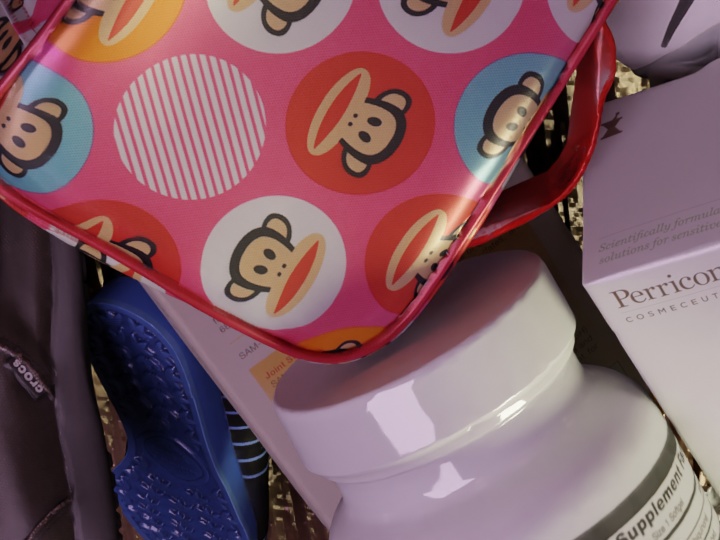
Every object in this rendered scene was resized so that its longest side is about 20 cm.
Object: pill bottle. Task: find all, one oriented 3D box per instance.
[{"bbox_3d":[0.060,0.102,0.738,0.116,0.116,0.200,-21,107,32],"label":"pill bottle"}]

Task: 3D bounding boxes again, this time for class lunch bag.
[{"bbox_3d":[-0.002,-0.077,0.676,0.176,0.082,0.200,30,101,-23],"label":"lunch bag"}]

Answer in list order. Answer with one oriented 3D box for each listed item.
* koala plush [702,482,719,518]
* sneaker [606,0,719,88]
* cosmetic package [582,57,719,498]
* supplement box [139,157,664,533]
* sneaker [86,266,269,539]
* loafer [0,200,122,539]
[{"bbox_3d":[0.114,0.194,0.887,0.177,0.184,0.200,-36,80,30],"label":"koala plush"},{"bbox_3d":[0.132,-0.131,0.708,0.089,0.074,0.200,44,126,-10],"label":"sneaker"},{"bbox_3d":[0.158,0.026,0.749,0.108,0.085,0.200,-19,130,24],"label":"cosmetic package"},{"bbox_3d":[0.000,0.000,0.794,0.126,0.074,0.200,-37,116,-5],"label":"supplement box"},{"bbox_3d":[-0.056,0.047,0.908,0.070,0.078,0.200,24,149,18],"label":"sneaker"},{"bbox_3d":[-0.133,0.024,0.815,0.073,0.071,0.200,148,112,-67],"label":"loafer"}]
